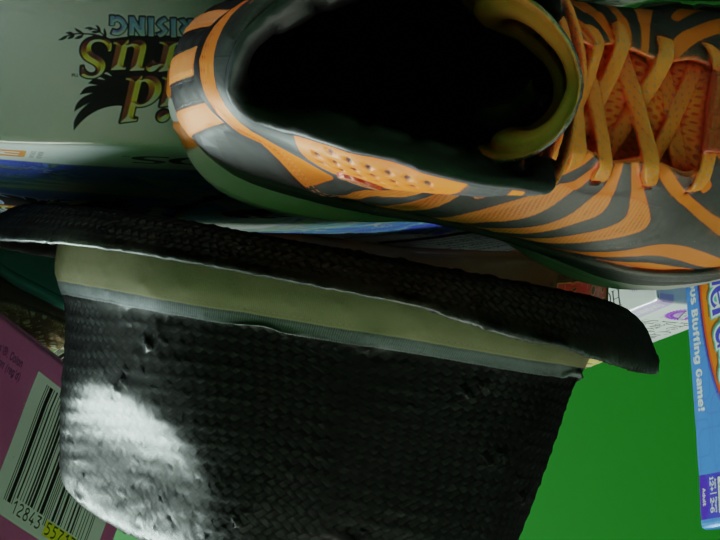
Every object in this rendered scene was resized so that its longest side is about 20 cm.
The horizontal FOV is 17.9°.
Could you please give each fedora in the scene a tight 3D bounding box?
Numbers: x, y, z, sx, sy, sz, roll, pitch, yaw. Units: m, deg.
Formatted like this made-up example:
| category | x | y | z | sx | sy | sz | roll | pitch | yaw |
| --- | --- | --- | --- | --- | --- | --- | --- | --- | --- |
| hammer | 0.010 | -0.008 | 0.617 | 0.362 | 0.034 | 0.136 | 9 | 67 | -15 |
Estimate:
| category | x | y | z | sx | sy | sz | roll | pitch | yaw |
| --- | --- | --- | --- | --- | --- | --- | --- | --- | --- |
| fedora | -0.018 | 0.040 | 0.656 | 0.199 | 0.092 | 0.201 | 10 | 178 | 0 |

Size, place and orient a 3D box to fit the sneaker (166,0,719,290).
| category | x | y | z | sx | sy | sz | roll | pitch | yaw |
| --- | --- | --- | --- | --- | --- | --- | --- | --- | --- |
| sneaker | 0.055 | -0.035 | 0.559 | 0.198 | 0.078 | 0.112 | 1 | 179 | -12 |

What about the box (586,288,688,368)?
| category | x | y | z | sx | sy | sz | roll | pitch | yaw |
| --- | --- | --- | --- | --- | --- | --- | --- | --- | --- |
| box | 0.083 | 0.018 | 0.937 | 0.041 | 0.039 | 0.200 | 5 | 164 | -26 |

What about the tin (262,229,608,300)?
| category | x | y | z | sx | sy | sz | roll | pitch | yaw |
| --- | --- | --- | --- | --- | --- | --- | --- | --- | --- |
| tin | 0.000 | 0.000 | 0.850 | 0.199 | 0.042 | 0.112 | 7 | -167 | 37 |

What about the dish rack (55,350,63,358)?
| category | x | y | z | sx | sy | sz | roll | pitch | yaw |
| --- | --- | --- | --- | --- | --- | --- | --- | --- | --- |
| dish rack | -0.164 | 0.064 | 1.105 | 0.153 | 0.055 | 0.200 | -36 | 168 | -5 |

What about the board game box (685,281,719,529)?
| category | x | y | z | sx | sy | sz | roll | pitch | yaw |
| --- | --- | --- | --- | --- | --- | --- | --- | --- | --- |
| board game box | 0.212 | 0.014 | 0.825 | 0.198 | 0.153 | 0.045 | 1 | 169 | -24 |

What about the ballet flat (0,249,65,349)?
| category | x | y | z | sx | sy | sz | roll | pitch | yaw |
| --- | --- | --- | --- | --- | --- | --- | --- | --- | --- |
| ballet flat | -0.161 | -0.012 | 0.815 | 0.065 | 0.071 | 0.200 | -17 | 150 | 22 |

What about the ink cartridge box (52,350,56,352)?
| category | x | y | z | sx | sy | sz | roll | pitch | yaw |
| --- | --- | --- | --- | --- | --- | --- | --- | --- | --- |
| ink cartridge box | -0.219 | -0.001 | 0.994 | 0.198 | 0.048 | 0.146 | 7 | -160 | 16 |

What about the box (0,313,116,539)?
| category | x | y | z | sx | sy | sz | roll | pitch | yaw |
| --- | --- | --- | --- | --- | --- | --- | --- | --- | --- |
| box | -0.207 | 0.050 | 0.800 | 0.199 | 0.097 | 0.176 | 8 | 159 | 30 |

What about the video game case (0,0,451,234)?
| category | x | y | z | sx | sy | sz | roll | pitch | yaw |
| --- | --- | --- | --- | --- | --- | --- | --- | --- | --- |
| video game case | -0.038 | -0.042 | 0.698 | 0.180 | 0.046 | 0.200 | 2 | 174 | -12 |
